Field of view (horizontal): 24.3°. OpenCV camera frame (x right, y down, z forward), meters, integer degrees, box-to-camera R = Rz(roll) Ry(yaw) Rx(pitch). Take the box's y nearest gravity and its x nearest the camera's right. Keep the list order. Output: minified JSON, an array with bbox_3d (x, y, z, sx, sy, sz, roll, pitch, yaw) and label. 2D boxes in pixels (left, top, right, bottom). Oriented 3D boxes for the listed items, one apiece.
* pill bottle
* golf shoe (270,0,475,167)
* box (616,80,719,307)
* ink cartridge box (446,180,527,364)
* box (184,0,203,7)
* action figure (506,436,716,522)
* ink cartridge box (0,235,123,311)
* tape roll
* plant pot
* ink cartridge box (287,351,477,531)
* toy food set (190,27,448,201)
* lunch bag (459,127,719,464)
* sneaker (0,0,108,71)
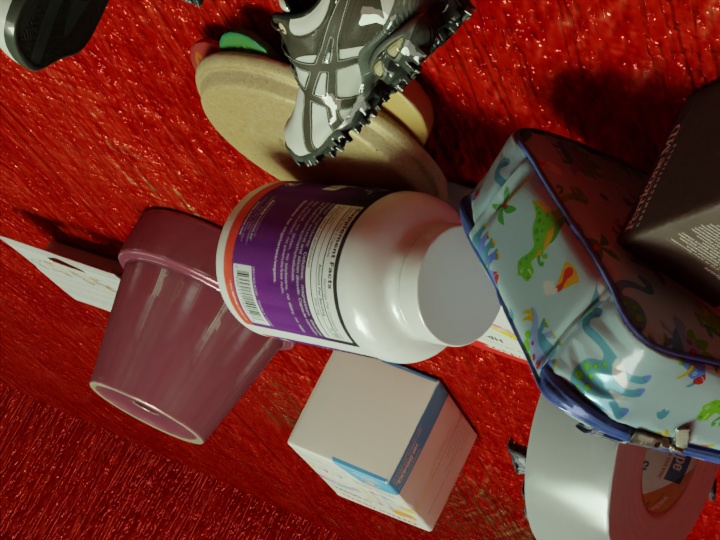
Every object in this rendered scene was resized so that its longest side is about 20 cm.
[{"bbox_3d":[0.000,0.000,1.116,0.200,0.113,0.112,8,156,49],"label":"pill bottle"},{"bbox_3d":[-0.012,-0.133,0.969,0.094,0.078,0.200,41,147,-4],"label":"golf shoe"},{"bbox_3d":[0.212,-0.053,0.807,0.075,0.100,0.200,31,163,-9],"label":"box"},{"bbox_3d":[0.122,0.020,1.239,0.116,0.067,0.200,19,163,28],"label":"ink cartridge box"},{"bbox_3d":[-0.184,-0.245,0.944,0.200,0.048,0.193,24,163,14],"label":"box"},{"bbox_3d":[0.227,0.146,1.409,0.200,0.102,0.119,-15,119,9],"label":"action figure"},{"bbox_3d":[-0.297,0.004,1.923,0.200,0.044,0.174,17,161,34],"label":"ink cartridge box"},{"bbox_3d":[0.193,0.111,1.170,0.066,0.200,0.200,15,161,33],"label":"tape roll"},{"bbox_3d":[-0.170,0.065,1.658,0.200,0.179,0.200,24,164,7],"label":"plant pot"},{"bbox_3d":[0.031,0.187,1.813,0.128,0.125,0.200,19,162,26],"label":"ink cartridge box"},{"bbox_3d":[-0.027,-0.100,1.144,0.198,0.049,0.200,19,163,27],"label":"toy food set"},{"bbox_3d":[0.154,0.016,0.948,0.161,0.082,0.200,15,-147,-34],"label":"lunch bag"},{"bbox_3d":[-0.236,-0.192,1.072,0.121,0.084,0.200,26,-172,-1],"label":"sneaker"}]
